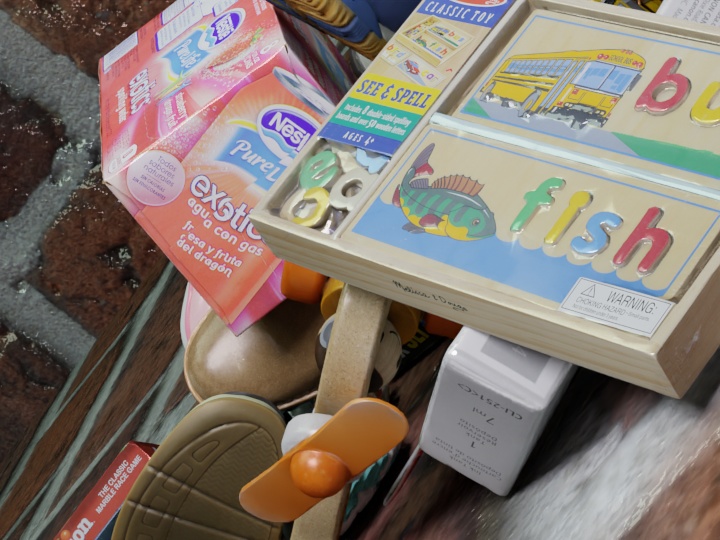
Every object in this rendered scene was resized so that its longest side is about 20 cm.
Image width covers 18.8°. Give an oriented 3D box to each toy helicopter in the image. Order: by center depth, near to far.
[{"bbox_3d":[-0.009,0.074,0.888,0.132,0.079,0.201,-73,-4,-64],"label":"toy helicopter"}]

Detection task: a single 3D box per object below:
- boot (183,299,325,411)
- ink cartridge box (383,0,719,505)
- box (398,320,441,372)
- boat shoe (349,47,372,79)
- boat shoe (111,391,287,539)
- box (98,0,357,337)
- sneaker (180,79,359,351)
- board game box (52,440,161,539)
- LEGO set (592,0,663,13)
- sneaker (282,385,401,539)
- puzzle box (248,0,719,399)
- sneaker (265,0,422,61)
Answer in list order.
[{"bbox_3d":[0.000,0.000,0.972,0.200,0.074,0.075,-32,-9,8],"label":"boot"},{"bbox_3d":[0.086,-0.002,0.860,0.200,0.045,0.176,-57,-8,-23],"label":"ink cartridge box"},{"bbox_3d":[0.070,-0.052,1.145,0.160,0.049,0.200,-46,11,53],"label":"box"},{"bbox_3d":[0.088,-0.135,1.068,0.201,0.072,0.060,-20,-1,-9],"label":"boat shoe"},{"bbox_3d":[-0.081,0.137,0.991,0.065,0.073,0.201,-75,7,-70],"label":"boat shoe"},{"bbox_3d":[-0.054,-0.067,1.006,0.103,0.095,0.200,-37,21,6],"label":"box"},{"bbox_3d":[-0.023,-0.029,1.136,0.200,0.075,0.105,-51,3,-7],"label":"sneaker"},{"bbox_3d":[-0.095,0.135,1.067,0.103,0.019,0.200,-53,-21,5],"label":"board game box"},{"bbox_3d":[0.125,-0.184,0.879,0.200,0.116,0.154,-15,55,45],"label":"LEGO set"},{"bbox_3d":[-0.037,0.076,1.054,0.078,0.091,0.200,-55,8,5],"label":"sneaker"},{"bbox_3d":[0.068,-0.038,0.763,0.200,0.025,0.133,18,62,44],"label":"puzzle box"},{"bbox_3d":[0.022,-0.130,0.946,0.200,0.075,0.088,21,-79,-56],"label":"sneaker"}]
